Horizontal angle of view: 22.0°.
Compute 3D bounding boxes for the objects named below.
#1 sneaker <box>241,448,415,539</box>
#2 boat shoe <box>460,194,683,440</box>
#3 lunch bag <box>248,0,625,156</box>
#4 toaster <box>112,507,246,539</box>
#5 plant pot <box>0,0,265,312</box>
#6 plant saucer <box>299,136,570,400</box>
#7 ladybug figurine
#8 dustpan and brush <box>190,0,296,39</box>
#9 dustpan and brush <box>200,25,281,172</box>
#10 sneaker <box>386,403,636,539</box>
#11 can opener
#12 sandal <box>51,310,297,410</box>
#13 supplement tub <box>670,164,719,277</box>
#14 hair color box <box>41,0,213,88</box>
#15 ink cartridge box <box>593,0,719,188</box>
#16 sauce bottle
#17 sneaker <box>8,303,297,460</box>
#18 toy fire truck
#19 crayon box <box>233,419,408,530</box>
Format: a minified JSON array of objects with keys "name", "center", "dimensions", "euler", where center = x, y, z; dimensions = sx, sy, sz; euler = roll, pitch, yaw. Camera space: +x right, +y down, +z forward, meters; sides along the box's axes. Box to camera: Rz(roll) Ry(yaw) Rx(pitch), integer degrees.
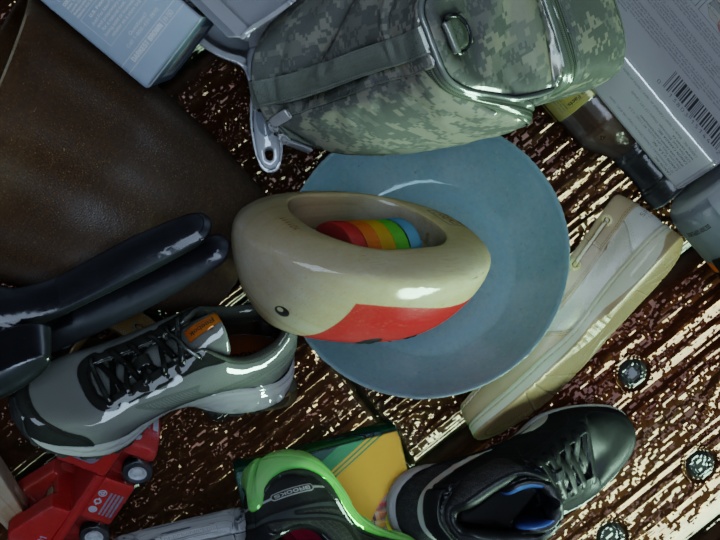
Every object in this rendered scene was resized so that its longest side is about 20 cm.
[{"name":"sneaker","center":[-0.008,0.199,1.198],"dimensions":[0.200,0.084,0.076],"euler":[39,130,-25]},{"name":"boat shoe","center":[0.136,0.031,1.296],"dimensions":[0.200,0.074,0.069],"euler":[-45,72,2]},{"name":"lunch bag","center":[0.041,-0.146,1.176],"dimensions":[0.167,0.199,0.141],"euler":[-22,98,-38]},{"name":"toaster","center":[-0.112,0.235,1.231],"dimensions":[0.112,0.200,0.130],"euler":[-11,79,-15]},{"name":"plant pot","center":[-0.169,-0.055,1.220],"dimensions":[0.199,0.187,0.188],"euler":[25,90,-17]},{"name":"plant saucer","center":[0.045,-0.006,1.278],"dimensions":[0.199,0.039,0.203],"euler":[-1,73,5]},{"name":"ladybug figurine","center":[0.000,0.000,1.184],"dimensions":[0.199,0.135,0.073],"euler":[-2,116,-42]},{"name":"dustpan and brush","center":[-0.058,-0.238,1.208],"dimensions":[0.140,0.200,0.057],"euler":[45,128,10]},{"name":"dustpan and brush","center":[-0.071,-0.168,1.261],"dimensions":[0.138,0.057,0.202],"euler":[-6,92,-4]},{"name":"sneaker","center":[0.127,0.146,1.247],"dimensions":[0.198,0.112,0.074],"euler":[-18,98,-25]},{"name":"can opener","center":[-0.172,0.022,1.148],"dimensions":[0.199,0.063,0.079],"euler":[-26,63,2]},{"name":"sandal","center":[-0.137,0.055,1.263],"dimensions":[0.198,0.080,0.055],"euler":[9,103,-11]},{"name":"supplement tub","center":[0.319,-0.006,1.278],"dimensions":[0.122,0.123,0.200],"euler":[-42,94,-2]},{"name":"hair color box","center":[-0.188,-0.205,1.182],"dimensions":[0.200,0.099,0.061],"euler":[39,98,-4]},{"name":"ink cartridge box","center":[0.206,-0.182,1.281],"dimensions":[0.200,0.045,0.176],"euler":[50,48,-4]},{"name":"sauce bottle","center":[0.155,-0.130,1.290],"dimensions":[0.065,0.065,0.200],"euler":[-41,97,-2]},{"name":"sneaker","center":[-0.130,0.060,1.180],"dimensions":[0.198,0.080,0.074],"euler":[-15,59,-26]},{"name":"toy fire truck","center":[-0.235,0.148,1.240],"dimensions":[0.140,0.049,0.201],"euler":[21,123,-23]},{"name":"crayon box","center":[-0.010,0.217,1.291],"dimensions":[0.118,0.058,0.202],"euler":[-14,93,-5]}]
